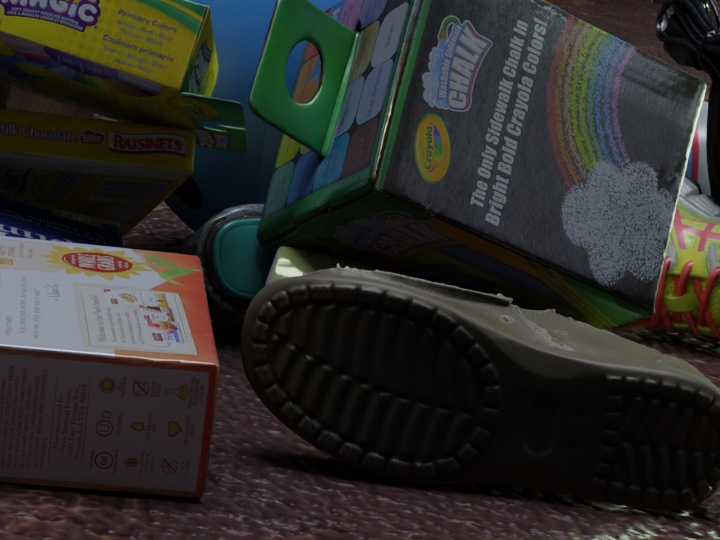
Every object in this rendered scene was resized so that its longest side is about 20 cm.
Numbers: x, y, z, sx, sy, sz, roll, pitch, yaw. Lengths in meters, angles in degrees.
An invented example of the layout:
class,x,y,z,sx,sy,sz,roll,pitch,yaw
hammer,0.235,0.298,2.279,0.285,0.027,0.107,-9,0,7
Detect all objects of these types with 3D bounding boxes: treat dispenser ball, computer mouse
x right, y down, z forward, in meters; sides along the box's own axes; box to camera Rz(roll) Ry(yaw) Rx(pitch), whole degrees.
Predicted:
class,x,y,z,sx,sy,sz,roll,pitch,yaw
treat dispenser ball,-0.029,-0.101,1.380,0.199,0.203,0.201,7,11,-1
computer mouse,0.210,-0.046,1.383,0.052,0.201,0.139,-28,24,-2

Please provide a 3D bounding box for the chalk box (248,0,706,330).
class,x,y,z,sx,sy,sz,roll,pitch,yaw
chalk box,0.035,-0.059,1.176,0.199,0.125,0.124,24,-21,-21

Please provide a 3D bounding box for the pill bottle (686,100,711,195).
class,x,y,z,sx,sy,sz,roll,pitch,yaw
pill bottle,0.148,-0.050,1.479,0.198,0.110,0.109,6,11,-7

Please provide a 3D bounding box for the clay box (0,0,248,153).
class,x,y,z,sx,sy,sz,roll,pitch,yaw
clay box,-0.142,-0.112,1.199,0.199,0.048,0.115,18,-9,1

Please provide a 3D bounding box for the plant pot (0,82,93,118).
class,x,y,z,sx,sy,sz,roll,pitch,yaw
plant pot,-0.226,-0.118,1.322,0.199,0.202,0.093,6,25,-6

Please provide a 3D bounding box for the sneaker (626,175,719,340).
class,x,y,z,sx,sy,sz,roll,pitch,yaw
sneaker,0.173,0.008,1.328,0.090,0.079,0.199,-27,32,-30

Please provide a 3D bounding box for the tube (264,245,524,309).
class,x,y,z,sx,sy,sz,roll,pitch,yaw
tube,0.054,0.032,1.159,0.198,0.052,0.058,12,45,2

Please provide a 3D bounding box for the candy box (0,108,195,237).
class,x,y,z,sx,sy,sz,roll,pitch,yaw
candy box,-0.153,-0.043,1.277,0.101,0.027,0.200,8,-12,-16

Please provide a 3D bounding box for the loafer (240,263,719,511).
class,x,y,z,sx,sy,sz,roll,pitch,yaw
loafer,0.049,0.048,1.013,0.199,0.077,0.067,17,10,-2

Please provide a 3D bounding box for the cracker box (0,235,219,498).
class,x,y,z,sx,sy,sz,roll,pitch,yaw
cracker box,-0.157,0.029,0.971,0.198,0.058,0.134,6,17,-8

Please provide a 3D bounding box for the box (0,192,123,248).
class,x,y,z,sx,sy,sz,roll,pitch,yaw
box,-0.163,0.001,1.138,0.120,0.033,0.200,15,14,-12

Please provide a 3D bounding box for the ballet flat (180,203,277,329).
class,x,y,z,sx,sy,sz,roll,pitch,yaw
ballet flat,0.000,0.000,1.252,0.199,0.073,0.072,3,11,-28
